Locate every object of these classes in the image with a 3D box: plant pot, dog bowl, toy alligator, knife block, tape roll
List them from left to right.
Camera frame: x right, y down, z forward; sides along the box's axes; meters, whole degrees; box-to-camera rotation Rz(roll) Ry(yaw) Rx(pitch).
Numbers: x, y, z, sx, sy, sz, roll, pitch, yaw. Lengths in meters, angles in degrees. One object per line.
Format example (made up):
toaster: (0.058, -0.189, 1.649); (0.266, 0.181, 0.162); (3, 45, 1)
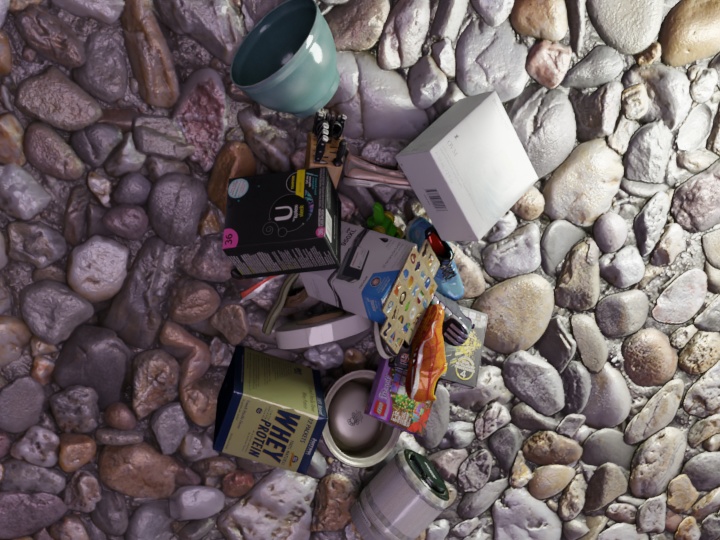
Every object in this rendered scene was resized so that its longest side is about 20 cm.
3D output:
plant pot: (-0.118, -0.364, 1.286); (0.200, 0.201, 0.134); (-42, 131, 7)
tape roll: (-0.075, 0.113, 1.433); (0.197, 0.203, 0.038); (-13, 93, -4)
knife block: (-0.069, -0.196, 1.345); (0.062, 0.176, 0.206); (6, 108, -9)
dog bowl: (-0.009, 0.315, 1.544); (0.195, 0.073, 0.207); (2, 84, -25)
toy alligator: (0.059, -0.054, 1.483); (0.053, 0.060, 0.202); (-5, 128, 38)

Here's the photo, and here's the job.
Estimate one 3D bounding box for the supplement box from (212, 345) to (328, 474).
supplement box: (-0.186, 0.283, 1.473); (0.195, 0.201, 0.137); (19, 107, -15)

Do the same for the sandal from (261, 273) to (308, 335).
sandal: (-0.138, 0.052, 1.468); (0.056, 0.080, 0.204); (31, 111, 1)

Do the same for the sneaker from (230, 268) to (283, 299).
sneaker: (-0.180, -0.026, 1.440); (0.198, 0.077, 0.083); (-38, 104, 4)

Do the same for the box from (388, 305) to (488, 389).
box: (0.167, 0.149, 1.531); (0.195, 0.049, 0.166); (18, 73, -14)

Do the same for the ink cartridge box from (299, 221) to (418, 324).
ink cartridge box: (0.000, 0.000, 1.384); (0.146, 0.196, 0.085); (-55, 147, -29)

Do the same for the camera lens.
camera lens: (0.092, 0.522, 1.618); (0.159, 0.160, 0.201); (40, 99, -19)

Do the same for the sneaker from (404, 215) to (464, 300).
sneaker: (0.161, -0.014, 1.479); (0.078, 0.090, 0.202); (-38, 115, -11)

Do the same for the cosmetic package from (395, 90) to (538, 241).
cosmetic package: (0.209, -0.198, 1.381); (0.200, 0.122, 0.202); (-43, 113, -23)

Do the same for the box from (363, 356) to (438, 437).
box: (0.100, 0.235, 1.538); (0.134, 0.039, 0.205); (24, 72, -17)

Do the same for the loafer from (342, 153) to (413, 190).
loafer: (0.062, -0.195, 1.426); (0.193, 0.072, 0.065); (2, 101, -7)

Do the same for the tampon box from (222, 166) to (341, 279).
tampon box: (-0.143, -0.087, 1.338); (0.194, 0.154, 0.127); (-6, 152, 10)

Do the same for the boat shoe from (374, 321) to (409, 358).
boat shoe: (0.055, 0.072, 1.462); (0.059, 0.071, 0.207); (-18, 81, 33)

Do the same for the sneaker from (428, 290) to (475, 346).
sneaker: (0.152, 0.072, 1.494); (0.200, 0.087, 0.075); (45, 120, 8)

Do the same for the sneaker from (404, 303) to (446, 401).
sneaker: (0.143, 0.165, 1.448); (0.075, 0.073, 0.206); (7, 106, -16)

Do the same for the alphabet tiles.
alphabet tiles: (0.096, 0.051, 1.364); (0.204, 0.006, 0.167); (-63, 148, -15)
